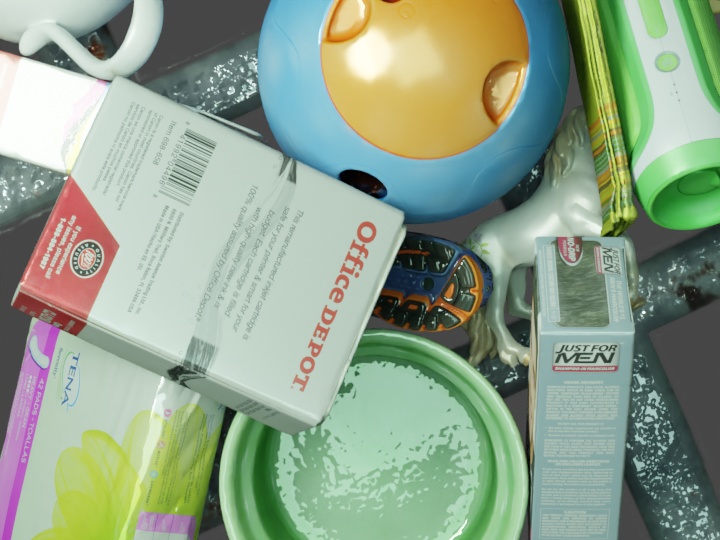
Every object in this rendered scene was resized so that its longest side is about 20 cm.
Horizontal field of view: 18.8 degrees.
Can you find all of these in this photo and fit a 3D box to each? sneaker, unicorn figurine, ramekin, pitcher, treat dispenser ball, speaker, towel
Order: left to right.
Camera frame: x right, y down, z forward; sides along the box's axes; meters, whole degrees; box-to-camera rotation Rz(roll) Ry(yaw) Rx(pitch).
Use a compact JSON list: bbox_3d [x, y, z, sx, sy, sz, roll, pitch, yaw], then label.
[{"bbox_3d":[-0.185,-0.191,1.386,0.121,0.199,0.173,27,65,-40],"label":"pitcher"},{"bbox_3d":[0.000,0.000,1.442,0.199,0.078,0.076,17,98,27],"label":"sneaker"},{"bbox_3d":[0.010,0.133,1.432,0.198,0.098,0.202,0,95,3],"label":"ramekin"},{"bbox_3d":[0.034,-0.131,1.385,0.199,0.201,0.202,0,90,2],"label":"treat dispenser ball"},{"bbox_3d":[0.135,-0.026,1.444,0.199,0.074,0.138,-28,80,7],"label":"unicorn figurine"},{"bbox_3d":[0.143,-0.121,1.372,0.018,0.086,0.201,-9,83,-3],"label":"towel"},{"bbox_3d":[0.192,-0.128,1.376,0.088,0.089,0.201,-13,59,2],"label":"speaker"}]

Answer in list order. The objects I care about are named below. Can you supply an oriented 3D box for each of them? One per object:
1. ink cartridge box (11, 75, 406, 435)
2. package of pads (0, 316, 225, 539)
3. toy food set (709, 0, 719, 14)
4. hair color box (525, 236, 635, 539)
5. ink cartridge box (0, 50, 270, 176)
[{"bbox_3d":[-0.092,-0.005,1.325,0.199,0.084,0.145,25,77,-8],"label":"ink cartridge box"},{"bbox_3d":[-0.168,0.135,1.421,0.154,0.068,0.201,13,91,44],"label":"package of pads"},{"bbox_3d":[0.289,-0.261,1.454,0.196,0.049,0.202,9,90,1],"label":"toy food set"},{"bbox_3d":[0.137,0.087,1.386,0.060,0.099,0.201,1,127,1],"label":"hair color box"},{"bbox_3d":[-0.165,-0.087,1.433,0.199,0.116,0.068,17,91,2],"label":"ink cartridge box"}]
